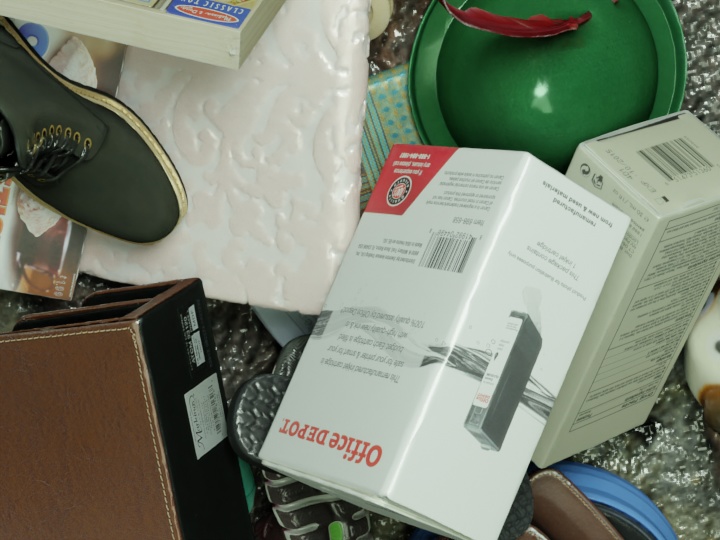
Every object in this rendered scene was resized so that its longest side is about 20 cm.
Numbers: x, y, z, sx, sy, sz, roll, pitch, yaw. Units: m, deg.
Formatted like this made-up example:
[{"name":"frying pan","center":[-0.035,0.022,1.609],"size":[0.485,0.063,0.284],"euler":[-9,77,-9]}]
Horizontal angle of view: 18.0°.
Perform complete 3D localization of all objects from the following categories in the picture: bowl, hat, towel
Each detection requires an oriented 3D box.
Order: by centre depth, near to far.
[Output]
[{"name":"hat","center":[0.120,-0.098,1.264],"size":[0.199,0.176,0.167],"euler":[-9,103,-13]},{"name":"towel","center":[-0.086,-0.081,1.324],"size":[0.190,0.032,0.201],"euler":[9,109,19]},{"name":"towel","center":[0.071,-0.065,1.363],"size":[0.199,0.022,0.148],"euler":[-20,105,-10]},{"name":"bowl","center":[0.119,0.223,1.484],"size":[0.199,0.039,0.202],"euler":[-2,109,-5]}]

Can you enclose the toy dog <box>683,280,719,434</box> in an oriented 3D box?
[{"name":"toy dog","center":[0.297,0.043,1.404],"size":[0.198,0.140,0.194],"euler":[2,145,-8]}]

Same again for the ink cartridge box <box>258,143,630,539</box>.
[{"name":"ink cartridge box","center":[0.043,0.039,1.251],"size":[0.083,0.144,0.201],"euler":[29,80,-29]}]

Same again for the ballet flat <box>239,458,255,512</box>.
[{"name":"ballet flat","center":[-0.164,0.130,1.410],"size":[0.198,0.067,0.071],"euler":[-5,111,-11]}]

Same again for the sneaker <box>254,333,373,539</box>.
[{"name":"sneaker","center":[-0.041,0.138,1.409],"size":[0.075,0.115,0.202],"euler":[-7,94,-26]}]

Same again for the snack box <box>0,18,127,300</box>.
[{"name":"snack box","center":[-0.182,-0.081,1.314],"size":[0.071,0.024,0.201],"euler":[10,112,-13]}]

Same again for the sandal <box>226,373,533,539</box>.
[{"name":"sandal","center":[0.011,0.110,1.350],"size":[0.199,0.045,0.076],"euler":[19,68,-15]}]

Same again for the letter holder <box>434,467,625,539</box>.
[{"name":"letter holder","center":[0.131,0.244,1.420],"size":[0.142,0.101,0.200],"euler":[-35,109,5]}]

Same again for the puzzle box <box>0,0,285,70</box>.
[{"name":"puzzle box","center":[-0.137,-0.172,1.240],"size":[0.199,0.133,0.026],"euler":[14,128,10]}]

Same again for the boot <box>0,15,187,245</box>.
[{"name":"boot","center":[-0.172,-0.060,1.235],"size":[0.200,0.139,0.078],"euler":[38,103,-24]}]

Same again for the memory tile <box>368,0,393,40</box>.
[{"name":"memory tile","center":[-0.029,-0.196,1.278],"size":[0.153,0.017,0.200],"euler":[40,132,-11]}]

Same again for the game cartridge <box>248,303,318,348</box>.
[{"name":"game cartridge","center":[0.000,0.000,1.397],"size":[0.133,0.042,0.200],"euler":[-36,109,11]}]

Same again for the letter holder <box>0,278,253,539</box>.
[{"name":"letter holder","center":[-0.154,0.120,1.321],"size":[0.141,0.101,0.201],"euler":[-7,101,19]}]

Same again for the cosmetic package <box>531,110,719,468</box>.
[{"name":"cosmetic package","center":[0.149,0.012,1.342],"size":[0.105,0.071,0.201],"euler":[-18,141,-41]}]
